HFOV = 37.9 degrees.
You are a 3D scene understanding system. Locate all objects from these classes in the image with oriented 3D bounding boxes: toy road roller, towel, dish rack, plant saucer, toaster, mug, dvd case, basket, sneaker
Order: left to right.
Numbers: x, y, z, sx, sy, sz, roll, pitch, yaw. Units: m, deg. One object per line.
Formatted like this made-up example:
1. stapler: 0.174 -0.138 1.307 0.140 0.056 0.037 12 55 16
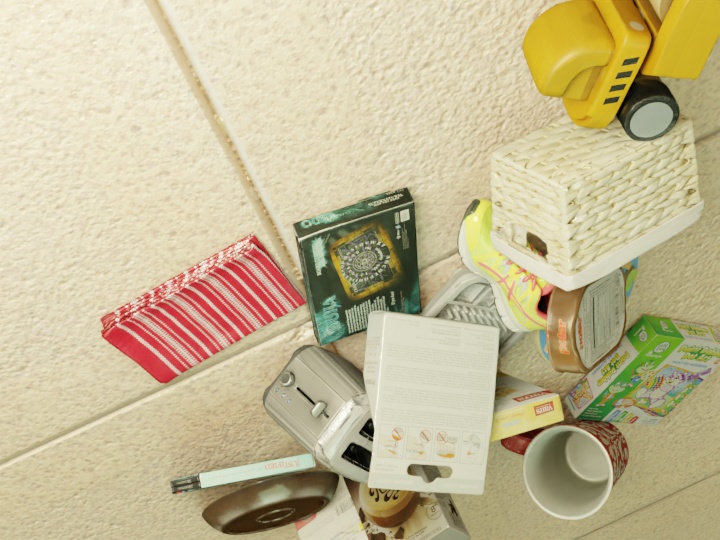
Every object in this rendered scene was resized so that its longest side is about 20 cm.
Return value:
1. towel: -0.172 0.049 1.165 0.199 0.023 0.145 -29 142 5
2. dvd case: -0.155 0.260 1.338 0.145 0.022 0.200 -7 170 -21
3. plant saucer: -0.121 0.329 1.463 0.198 0.032 0.201 -14 156 -6
4. toaster: -0.018 0.186 1.299 0.114 0.129 0.200 -51 138 -1
5. dish rack: 0.131 0.071 1.336 0.171 0.044 0.200 13 128 -39
6. sneaker: 0.184 -0.006 1.202 0.078 0.090 0.200 -55 127 -25
7. mug: 0.322 0.272 1.589 0.133 0.178 0.200 -45 162 18
8. basket: 0.245 -0.090 1.103 0.199 0.135 0.124 -26 124 -22
9. toy road roller: 0.245 -0.227 1.000 0.145 0.124 0.201 4 135 -16

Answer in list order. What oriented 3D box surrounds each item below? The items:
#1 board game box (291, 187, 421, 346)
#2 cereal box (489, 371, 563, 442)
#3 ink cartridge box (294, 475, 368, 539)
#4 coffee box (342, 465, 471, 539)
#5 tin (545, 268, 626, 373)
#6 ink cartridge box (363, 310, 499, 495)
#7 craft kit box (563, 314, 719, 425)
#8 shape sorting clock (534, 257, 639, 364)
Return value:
1. board game box: 0.000 0.000 1.196 0.134 0.028 0.201 -18 142 -9
2. cereal box: 0.161 0.181 1.379 0.143 0.040 0.200 -14 -175 -14
3. ink cartridge box: -0.013 0.408 1.516 0.116 0.201 0.067 -36 140 14
4. coffee box: 0.050 0.296 1.422 0.113 0.201 0.080 -35 144 12
5. tin: 0.268 0.052 1.224 0.042 0.113 0.200 -1 -169 32
6. ink cartridge box: 0.080 0.156 1.235 0.159 0.202 0.047 9 174 -25
7. craft kit box: 0.444 0.157 1.604 0.199 0.049 0.198 9 128 -36
8. shape sorting clock: 0.293 0.034 1.339 0.199 0.039 0.201 -26 134 -29
